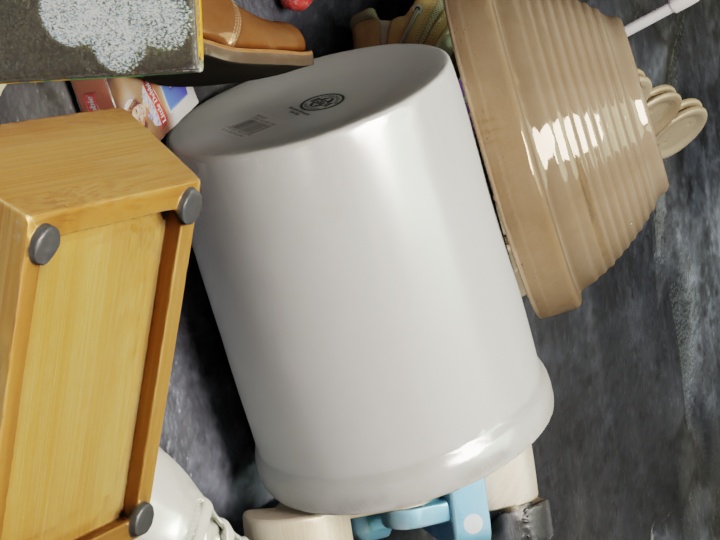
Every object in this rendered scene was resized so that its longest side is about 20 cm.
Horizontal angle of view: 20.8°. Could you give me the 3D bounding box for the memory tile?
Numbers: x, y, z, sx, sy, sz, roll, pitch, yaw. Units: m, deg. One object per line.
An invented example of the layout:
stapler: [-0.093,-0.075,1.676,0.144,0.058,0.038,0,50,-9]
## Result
memory tile: [0.137,-0.053,1.308,0.017,0.200,0.153,54,21,25]

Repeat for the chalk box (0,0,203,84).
chalk box: [-0.162,-0.152,0.749,0.124,0.198,0.126,-98,-174,-53]

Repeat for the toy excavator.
toy excavator: [0.015,0.127,1.140,0.194,0.198,0.101,-158,-123,-72]

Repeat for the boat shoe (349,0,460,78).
boat shoe: [0.022,-0.128,1.206,0.076,0.072,0.201,36,62,-2]

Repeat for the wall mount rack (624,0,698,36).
wall mount rack: [0.154,-0.160,1.335,0.201,0.074,0.175,-96,-157,-48]

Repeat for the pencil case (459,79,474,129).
pencil case: [0.078,-0.190,1.305,0.083,0.085,0.202,8,78,-24]

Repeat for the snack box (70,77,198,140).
snack box: [-0.134,-0.157,0.958,0.072,0.024,0.201,-53,132,-52]

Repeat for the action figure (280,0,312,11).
action figure: [-0.001,-0.236,1.098,0.065,0.099,0.202,6,110,-36]

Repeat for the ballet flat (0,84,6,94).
ballet flat: [-0.197,-0.064,0.805,0.200,0.069,0.070,-45,126,-52]

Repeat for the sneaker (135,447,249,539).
sneaker: [-0.066,0.153,0.989,0.201,0.088,0.076,61,39,-38]

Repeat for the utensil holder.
utensil holder: [0.000,0.000,1.045,0.170,0.169,0.202,-45,125,-54]

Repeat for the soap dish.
soap dish: [-0.140,0.040,0.816,0.157,0.081,0.202,-19,122,-63]

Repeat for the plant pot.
plant pot: [0.116,-0.082,1.100,0.201,0.092,0.203,-17,90,-82]

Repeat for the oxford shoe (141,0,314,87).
oxford shoe: [-0.086,-0.127,0.948,0.199,0.071,0.072,4,79,-60]
